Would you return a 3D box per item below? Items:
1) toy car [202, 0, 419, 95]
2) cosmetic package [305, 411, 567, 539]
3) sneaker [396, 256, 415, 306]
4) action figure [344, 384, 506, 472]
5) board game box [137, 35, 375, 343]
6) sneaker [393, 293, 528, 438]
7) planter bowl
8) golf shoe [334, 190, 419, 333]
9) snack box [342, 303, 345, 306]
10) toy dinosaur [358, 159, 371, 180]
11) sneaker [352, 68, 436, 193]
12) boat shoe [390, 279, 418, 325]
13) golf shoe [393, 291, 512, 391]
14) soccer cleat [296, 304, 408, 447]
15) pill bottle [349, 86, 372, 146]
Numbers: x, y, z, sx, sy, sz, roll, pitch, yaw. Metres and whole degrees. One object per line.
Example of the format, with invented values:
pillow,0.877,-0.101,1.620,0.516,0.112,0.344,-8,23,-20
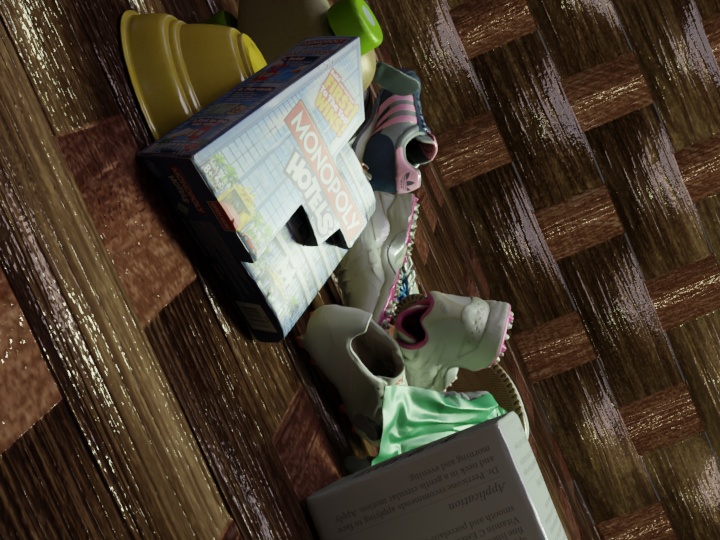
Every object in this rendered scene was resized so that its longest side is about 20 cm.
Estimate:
toy car,-0.032,-0.197,1.458,0.200,0.164,0.158,39,28,-49
cosmetic package,0.080,0.235,1.165,0.165,0.165,0.200,11,58,-80
sneaker,-0.012,-0.039,1.558,0.200,0.075,0.087,55,-4,-17
action figure,0.070,0.147,1.346,0.055,0.118,0.200,26,20,39
board game box,-0.051,-0.080,1.148,0.200,0.062,0.200,-54,133,-30
sneaker,0.118,0.114,1.544,0.200,0.071,0.112,54,7,23
planter bowl,-0.113,-0.137,1.208,0.200,0.083,0.201,-22,90,-81
golf shoe,0.000,0.000,1.447,0.075,0.091,0.200,103,1,-49
snack box,-0.004,0.078,1.498,0.200,0.024,0.072,-54,121,-79
toy dinosaur,-0.072,-0.103,1.392,0.200,0.086,0.136,39,15,-37
sneaker,0.049,-0.148,1.603,0.200,0.082,0.070,-68,161,-44
boat shoe,0.005,-0.016,1.659,0.200,0.066,0.075,61,43,-39
golf shoe,0.064,0.064,1.387,0.200,0.091,0.075,-41,-147,58
soccer cleat,0.016,0.104,1.344,0.200,0.077,0.069,55,47,-40
pill bottle,-0.052,-0.202,1.626,0.200,0.111,0.111,57,13,-48
